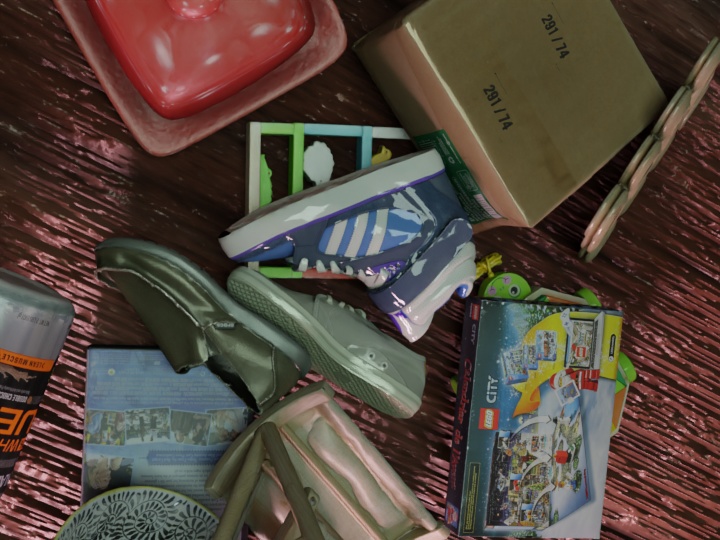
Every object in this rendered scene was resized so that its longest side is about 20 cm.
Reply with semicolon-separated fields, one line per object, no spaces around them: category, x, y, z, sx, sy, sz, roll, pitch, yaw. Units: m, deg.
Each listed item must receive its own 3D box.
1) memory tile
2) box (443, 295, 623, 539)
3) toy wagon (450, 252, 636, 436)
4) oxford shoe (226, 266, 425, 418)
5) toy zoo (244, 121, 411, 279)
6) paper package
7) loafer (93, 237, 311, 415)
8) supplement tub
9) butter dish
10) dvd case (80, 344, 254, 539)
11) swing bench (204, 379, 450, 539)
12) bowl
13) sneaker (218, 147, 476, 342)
memory tile;0.251;-0.099;0.994;0.017;0.153;0.201;33;85;11
box;0.150;0.128;0.994;0.135;0.038;0.203;5;93;-16
toy wagon;0.156;0.079;1.032;0.154;0.040;0.201;-32;102;-12
oxford shoe;-0.025;0.051;0.966;0.199;0.075;0.058;34;66;-15
toy zoo;-0.001;-0.058;0.986;0.197;0.020;0.133;1;93;-16
paper package;0.126;-0.163;0.963;0.190;0.103;0.201;-39;104;-18
loafer;-0.133;0.045;0.916;0.199;0.075;0.070;34;68;-8
supplement tub;-0.304;0.096;0.858;0.121;0.122;0.202;22;89;-16
butter dish;-0.124;-0.209;0.864;0.198;0.148;0.201;-30;103;-3
dvd case;-0.160;0.164;0.959;0.141;0.018;0.203;2;93;-17
swing bench;-0.025;0.235;0.907;0.129;0.201;0.199;-30;117;16
bowl;-0.175;0.279;0.888;0.199;0.094;0.202;27;43;-28
sneaker;0.000;0.000;0.926;0.198;0.081;0.148;-21;100;-12
